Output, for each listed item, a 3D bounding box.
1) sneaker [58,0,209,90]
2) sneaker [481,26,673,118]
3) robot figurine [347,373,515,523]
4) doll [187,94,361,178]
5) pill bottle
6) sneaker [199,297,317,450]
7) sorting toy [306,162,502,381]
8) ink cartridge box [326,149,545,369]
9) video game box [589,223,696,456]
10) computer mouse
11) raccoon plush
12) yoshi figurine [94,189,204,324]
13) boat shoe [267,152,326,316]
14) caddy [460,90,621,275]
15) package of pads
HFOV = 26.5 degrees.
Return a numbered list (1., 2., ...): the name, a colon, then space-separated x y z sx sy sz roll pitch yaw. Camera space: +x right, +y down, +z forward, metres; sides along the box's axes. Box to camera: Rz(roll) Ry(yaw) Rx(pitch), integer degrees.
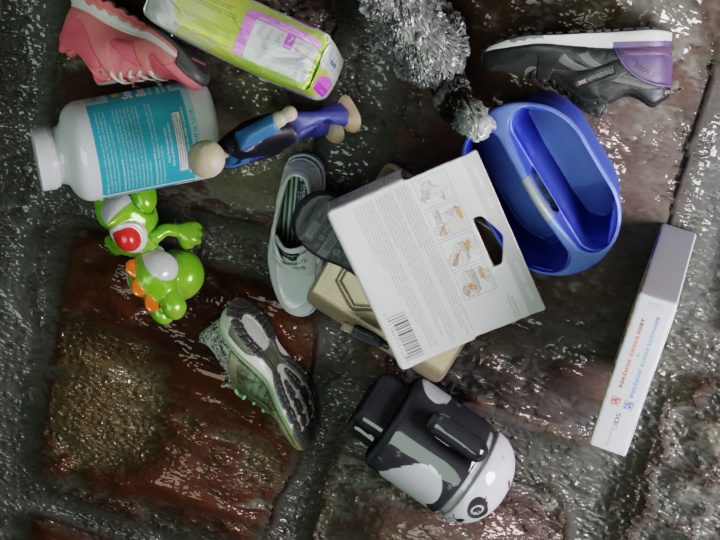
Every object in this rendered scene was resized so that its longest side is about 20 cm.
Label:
1. sneaker: -0.250 -0.232 1.672 0.199 0.074 0.087 32 95 23
2. sneaker: 0.221 -0.201 1.574 0.198 0.076 0.089 -1 93 15
3. robot figurine: 0.083 0.208 1.772 0.199 0.150 0.125 35 104 -2
4. doll: -0.097 -0.143 1.624 0.136 0.199 0.049 -28 82 58
5. pill bottle: -0.258 -0.140 1.677 0.198 0.111 0.112 -12 113 -14
6. sneaker: -0.123 0.131 1.835 0.088 0.077 0.201 -25 100 36
7. sorting toy: 0.061 0.003 1.732 0.184 0.037 0.201 32 111 0
8. ink cartridge box: 0.082 -0.015 1.647 0.175 0.045 0.201 -22 109 9
9. video game box: 0.301 0.069 1.616 0.046 0.200 0.184 16 116 11
10. computer mouse: 0.000 0.000 1.702 0.199 0.046 0.141 26 107 -10
11. raccoon plush: 0.073 -0.239 1.551 0.097 0.134 0.200 -45 67 0
12. yoshi figurine: -0.244 -0.039 1.786 0.111 0.112 0.202 -22 93 -19
13. boat shoe: -0.078 -0.033 1.743 0.073 0.067 0.202 5 114 13
14. caddy: 0.194 -0.093 1.623 0.141 0.105 0.201 -28 104 25
15. package of pads: -0.121 -0.248 1.609 0.198 0.155 0.069 25 93 3
